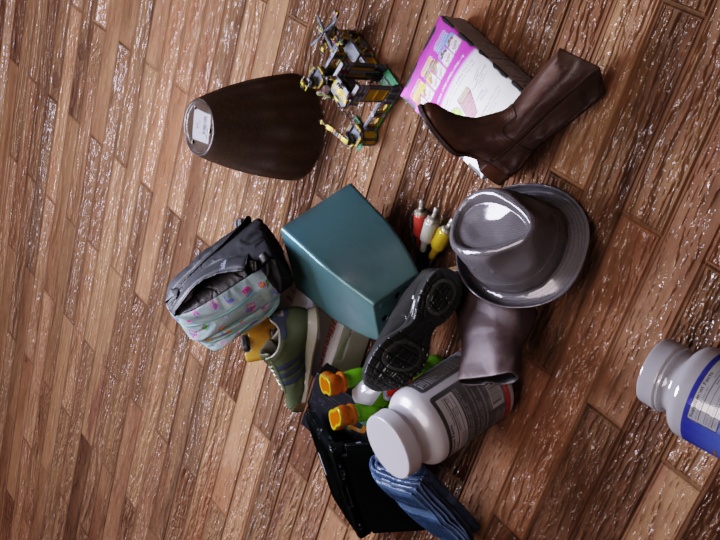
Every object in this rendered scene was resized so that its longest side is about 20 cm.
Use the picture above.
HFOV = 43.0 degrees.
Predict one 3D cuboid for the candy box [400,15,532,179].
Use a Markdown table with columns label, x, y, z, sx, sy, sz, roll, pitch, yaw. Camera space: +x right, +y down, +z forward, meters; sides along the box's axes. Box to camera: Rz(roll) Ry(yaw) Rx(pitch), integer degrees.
| label | x | y | z | sx | sy | sz | roll | pitch | yaw |
| --- | --- | --- | --- | --- | --- | --- | --- | --- | --- |
| candy box | 0.159 | -0.245 | 1.290 | 0.201 | 0.060 | 0.138 | 51 | 129 | 30 |

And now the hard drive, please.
| label | x | y | z | sx | sy | sz | roll | pitch | yaw |
| --- | --- | --- | --- | --- | --- | --- | --- | --- | --- |
| hard drive | 0.002 | 0.255 | 1.490 | 0.198 | 0.038 | 0.141 | 33 | 134 | 16 |

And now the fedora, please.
| label | x | y | z | sx | sy | sz | roll | pitch | yaw |
| --- | --- | --- | --- | --- | --- | --- | --- | --- | --- |
| fedora | 0.195 | -0.047 | 1.215 | 0.198 | 0.090 | 0.179 | 20 | 83 | 45 |

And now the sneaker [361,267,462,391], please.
| label | x | y | z | sx | sy | sz | roll | pitch | yaw |
| --- | --- | --- | --- | --- | --- | --- | --- | --- | --- |
| sneaker | 0.068 | 0.083 | 1.299 | 0.201 | 0.076 | 0.091 | -53 | 18 | -2 |

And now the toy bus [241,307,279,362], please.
| label | x | y | z | sx | sy | sz | roll | pitch | yaw |
| --- | --- | --- | --- | --- | --- | --- | --- | --- | --- |
| toy bus | -0.177 | 0.049 | 1.555 | 0.064 | 0.078 | 0.204 | -10 | 87 | 3 |

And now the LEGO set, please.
| label | x | y | z | sx | sy | sz | roll | pitch | yaw |
| --- | --- | --- | --- | --- | --- | --- | --- | --- | --- |
| LEGO set | -0.036 | -0.295 | 1.452 | 0.154 | 0.115 | 0.203 | -43 | 65 | 42 |

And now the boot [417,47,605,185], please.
| label | x | y | z | sx | sy | sz | roll | pitch | yaw |
| --- | --- | --- | --- | --- | --- | --- | --- | --- | --- |
| boot | 0.194 | -0.218 | 1.149 | 0.200 | 0.185 | 0.065 | -41 | 42 | 27 |

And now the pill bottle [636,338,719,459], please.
| label | x | y | z | sx | sy | sz | roll | pitch | yaw |
| --- | --- | --- | --- | --- | --- | --- | --- | --- | --- |
| pill bottle | 0.418 | 0.156 | 1.032 | 0.199 | 0.111 | 0.114 | 28 | 116 | 42 |

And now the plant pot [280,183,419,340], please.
| label | x | y | z | sx | sy | sz | roll | pitch | yaw |
| --- | --- | --- | --- | --- | --- | --- | --- | --- | --- |
| plant pot | 0.000 | 0.000 | 1.405 | 0.200 | 0.140 | 0.143 | 42 | 156 | 35 |

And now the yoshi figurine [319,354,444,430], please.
| label | x | y | z | sx | sy | sz | roll | pitch | yaw |
| --- | --- | --- | --- | --- | --- | --- | --- | --- | --- |
| yoshi figurine | 0.037 | 0.177 | 1.407 | 0.112 | 0.197 | 0.114 | -126 | 30 | -47 |

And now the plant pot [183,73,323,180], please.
| label | x | y | z | sx | sy | sz | roll | pitch | yaw |
| --- | --- | --- | --- | --- | --- | --- | --- | --- | --- |
| plant pot | -0.196 | -0.247 | 1.574 | 0.185 | 0.198 | 0.191 | 8 | 102 | 45 |

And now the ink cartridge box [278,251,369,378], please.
| label | x | y | z | sx | sy | sz | roll | pitch | yaw |
| --- | --- | --- | --- | --- | --- | --- | --- | --- | --- |
| ink cartridge box | -0.074 | 0.078 | 1.574 | 0.199 | 0.083 | 0.148 | 40 | 124 | 36 |

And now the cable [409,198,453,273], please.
| label | x | y | z | sx | sy | sz | roll | pitch | yaw |
| --- | --- | --- | --- | --- | --- | --- | --- | --- | --- |
| cable | 0.091 | -0.013 | 1.406 | 0.097 | 0.050 | 0.203 | 37 | 122 | 39 |

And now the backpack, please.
| label | x | y | z | sx | sy | sz | roll | pitch | yaw |
| --- | --- | --- | --- | --- | --- | --- | --- | --- | --- |
| backpack | -0.207 | 0.028 | 1.439 | 0.199 | 0.127 | 0.167 | -35 | 28 | 4 |

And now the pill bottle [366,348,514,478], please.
| label | x | y | z | sx | sy | sz | roll | pitch | yaw |
| --- | --- | --- | --- | --- | --- | --- | --- | --- | --- |
| pill bottle | 0.112 | 0.199 | 1.290 | 0.116 | 0.198 | 0.117 | 39 | 144 | 37 |

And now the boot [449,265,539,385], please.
| label | x | y | z | sx | sy | sz | roll | pitch | yaw |
| --- | --- | --- | --- | --- | --- | --- | --- | --- | --- |
| boot | 0.154 | 0.078 | 1.282 | 0.198 | 0.072 | 0.169 | -7 | 53 | 41 |

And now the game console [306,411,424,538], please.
| label | x | y | z | sx | sy | sz | roll | pitch | yaw |
| --- | --- | --- | --- | --- | --- | --- | --- | --- | --- |
| game console | 0.012 | 0.325 | 1.487 | 0.176 | 0.115 | 0.203 | 44 | 153 | 55 |

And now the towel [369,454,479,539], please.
| label | x | y | z | sx | sy | sz | roll | pitch | yaw |
| --- | --- | --- | --- | --- | --- | --- | --- | --- | --- |
| towel | 0.094 | 0.344 | 1.363 | 0.110 | 0.200 | 0.049 | 8 | 58 | 43 |

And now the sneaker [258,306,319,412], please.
| label | x | y | z | sx | sy | sz | roll | pitch | yaw |
| --- | --- | --- | --- | --- | --- | --- | --- | --- | --- |
| sneaker | -0.123 | 0.142 | 1.492 | 0.068 | 0.088 | 0.203 | -104 | 22 | -57 |
